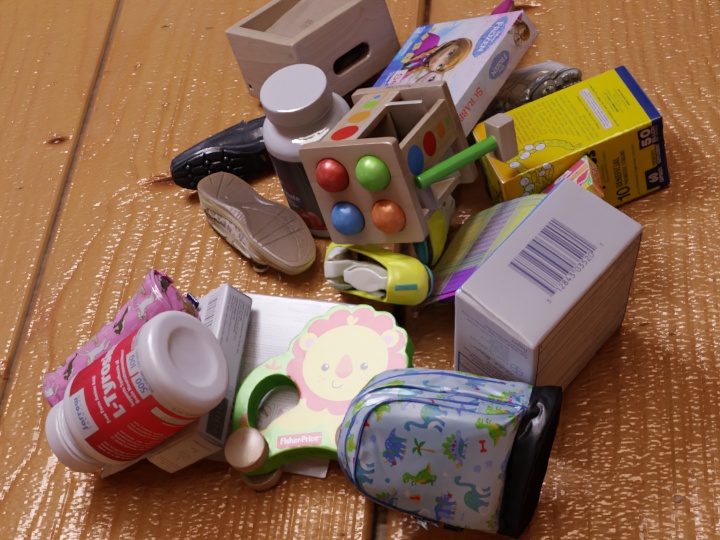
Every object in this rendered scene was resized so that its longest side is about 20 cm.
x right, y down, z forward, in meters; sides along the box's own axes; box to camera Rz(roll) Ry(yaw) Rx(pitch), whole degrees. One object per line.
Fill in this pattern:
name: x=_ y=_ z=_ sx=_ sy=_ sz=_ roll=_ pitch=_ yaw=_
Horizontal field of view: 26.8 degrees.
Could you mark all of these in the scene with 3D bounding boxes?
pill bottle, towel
pill bottle: x=-0.053 y=-0.145 z=1.800 sx=0.110 sy=0.201 sz=0.111 roll=-9 pitch=47 yaw=10
towel: x=0.131 y=-0.018 z=1.661 sx=0.144 sy=0.023 sz=0.200 roll=-55 pitch=13 yaw=-20
pill bottle: x=-0.240 y=0.134 z=1.589 sx=0.199 sy=0.112 sz=0.113 roll=-34 pitch=38 yaw=32

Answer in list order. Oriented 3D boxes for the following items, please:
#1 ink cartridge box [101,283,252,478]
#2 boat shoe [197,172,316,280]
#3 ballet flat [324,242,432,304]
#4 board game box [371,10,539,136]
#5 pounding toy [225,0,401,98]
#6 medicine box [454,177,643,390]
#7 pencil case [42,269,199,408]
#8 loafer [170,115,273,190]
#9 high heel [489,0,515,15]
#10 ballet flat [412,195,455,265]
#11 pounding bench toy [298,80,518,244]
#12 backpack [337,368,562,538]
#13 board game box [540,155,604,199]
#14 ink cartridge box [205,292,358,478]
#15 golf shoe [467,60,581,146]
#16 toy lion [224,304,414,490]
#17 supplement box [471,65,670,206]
ink cartridge box: x=-0.205 y=0.133 z=1.693 sx=0.173 sy=0.043 sz=0.201 roll=-29 pitch=40 yaw=39
boat shoe: x=-0.124 y=-0.048 z=1.843 sx=0.073 sy=0.063 sz=0.200 roll=-27 pitch=49 yaw=-28
ballet flat: x=0.000 y=0.000 z=1.698 sx=0.067 sy=0.068 sz=0.199 roll=-9 pitch=15 yaw=-33
board game box: x=0.092 y=-0.226 z=1.839 sx=0.199 sy=0.041 sz=0.201 roll=1 pitch=50 yaw=51
pounding toy: x=-0.030 y=-0.289 z=1.978 sx=0.199 sy=0.143 sz=0.183 roll=-36 pitch=33 yaw=-25
medicine box: x=0.189 y=0.041 z=1.555 sx=0.103 sy=0.201 sz=0.182 roll=36 pitch=66 yaw=21
pencil case: x=-0.271 y=0.091 z=1.695 sx=0.200 sy=0.087 sz=0.083 roll=-44 pitch=89 yaw=13
loafer: x=-0.149 y=-0.157 z=1.936 sx=0.199 sy=0.069 sz=0.071 roll=-18 pitch=39 yaw=-6
high heel: x=0.132 y=-0.283 z=1.953 sx=0.095 sy=0.068 sz=0.201 roll=17 pitch=58 yaw=19
ballet flat: x=0.075 y=-0.082 z=1.799 sx=0.066 sy=0.067 sz=0.201 roll=-12 pitch=39 yaw=-13
pounding bench toy: x=0.059 y=-0.115 z=1.655 sx=0.199 sy=0.125 sz=0.156 roll=-1 pitch=33 yaw=35
backpack: x=0.077 y=0.171 z=1.471 sx=0.198 sy=0.165 sz=0.154 roll=20 pitch=21 yaw=17
board game box: x=0.185 y=-0.041 z=1.674 sx=0.200 sy=0.030 sz=0.096 roll=-44 pitch=13 yaw=19
ink cartridge box: x=-0.080 y=0.129 z=1.689 sx=0.161 sy=0.057 sz=0.202 roll=6 pitch=72 yaw=22
golf shoe: x=0.180 y=-0.206 z=1.882 sx=0.198 sy=0.079 sz=0.097 roll=-19 pitch=33 yaw=-9
toy lion: x=-0.040 y=0.128 z=1.619 sx=0.198 sy=0.069 sz=0.193 roll=-8 pitch=57 yaw=15
supplement box: x=0.245 y=-0.134 z=1.759 sx=0.198 sy=0.109 sz=0.110 roll=-22 pitch=45 yaw=-2
